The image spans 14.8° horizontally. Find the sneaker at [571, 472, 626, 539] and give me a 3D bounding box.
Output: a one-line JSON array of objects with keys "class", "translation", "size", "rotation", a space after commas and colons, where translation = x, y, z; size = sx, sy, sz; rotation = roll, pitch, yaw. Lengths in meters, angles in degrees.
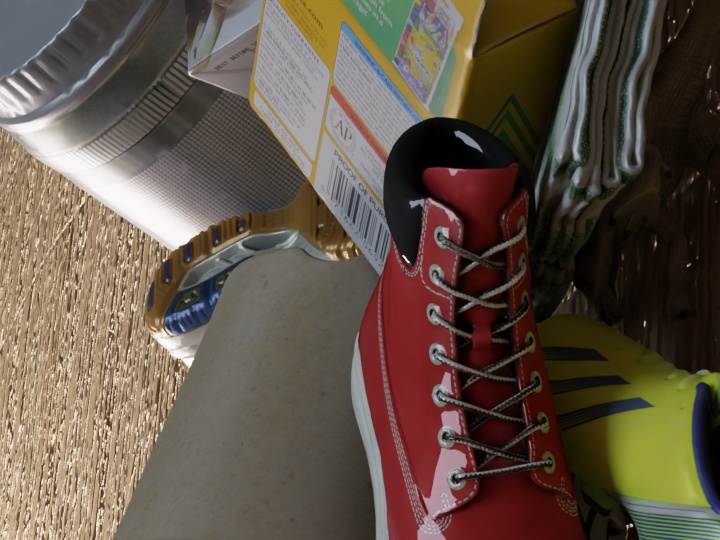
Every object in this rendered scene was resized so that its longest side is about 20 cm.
[{"class": "sneaker", "translation": [0.055, 0.105, 1.033], "size": [0.066, 0.090, 0.201], "rotation": [-30, 55, 37]}]

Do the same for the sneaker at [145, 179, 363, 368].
[{"class": "sneaker", "translation": [0.000, 0.000, 1.274], "size": [0.200, 0.088, 0.075], "rotation": [-23, 37, 29]}]

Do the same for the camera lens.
[{"class": "camera lens", "translation": [-0.076, -0.095, 1.339], "size": [0.160, 0.200, 0.160], "rotation": [-36, 35, 30]}]

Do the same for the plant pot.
[{"class": "plant pot", "translation": [-0.015, 0.099, 1.151], "size": [0.200, 0.200, 0.184], "rotation": [-38, 34, 62]}]

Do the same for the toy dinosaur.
[{"class": "toy dinosaur", "translation": [0.113, -0.050, 1.034], "size": [0.101, 0.058, 0.200], "rotation": [-105, 32, -53]}]

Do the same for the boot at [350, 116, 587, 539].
[{"class": "boot", "translation": [0.043, 0.047, 0.947], "size": [0.145, 0.072, 0.200], "rotation": [98, 160, -45]}]

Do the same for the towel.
[{"class": "towel", "translation": [0.089, -0.069, 1.025], "size": [0.200, 0.031, 0.150], "rotation": [100, -176, -74]}]

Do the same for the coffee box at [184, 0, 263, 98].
[{"class": "coffee box", "translation": [-0.018, -0.185, 1.237], "size": [0.113, 0.080, 0.201], "rotation": [-28, 55, 40]}]

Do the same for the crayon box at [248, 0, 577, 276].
[{"class": "crayon box", "translation": [0.018, -0.091, 1.064], "size": [0.126, 0.051, 0.200], "rotation": [53, 155, 25]}]

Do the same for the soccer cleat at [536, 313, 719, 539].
[{"class": "soccer cleat", "translation": [0.114, 0.061, 0.966], "size": [0.200, 0.065, 0.084], "rotation": [-119, 45, -56]}]
